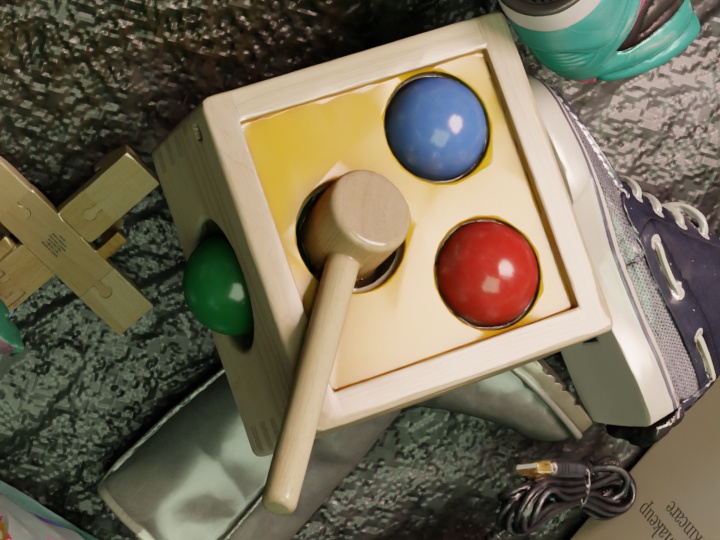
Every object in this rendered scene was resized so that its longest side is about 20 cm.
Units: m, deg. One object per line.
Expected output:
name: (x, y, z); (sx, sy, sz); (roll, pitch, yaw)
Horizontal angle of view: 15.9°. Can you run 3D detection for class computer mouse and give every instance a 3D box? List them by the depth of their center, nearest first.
computer mouse: (0.058, 0.175, 1.345); (0.200, 0.044, 0.109); (-49, 157, 19)

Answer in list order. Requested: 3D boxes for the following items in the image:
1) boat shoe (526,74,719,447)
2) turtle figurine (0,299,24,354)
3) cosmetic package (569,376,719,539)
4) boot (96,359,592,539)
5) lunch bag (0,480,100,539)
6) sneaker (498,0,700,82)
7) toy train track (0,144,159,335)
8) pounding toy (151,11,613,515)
boat shoe: (0.131, -0.019, 1.308); (0.092, 0.074, 0.201); (-31, 108, -31)
turtle figurine: (-0.266, 0.051, 1.203); (0.199, 0.101, 0.150); (-33, 112, 7)
cosmetic package: (0.186, 0.141, 1.354); (0.073, 0.104, 0.200); (37, 98, -30)
boot: (-0.007, 0.091, 1.307); (0.181, 0.073, 0.200); (38, 92, -10)
lunch bag: (-0.178, 0.209, 1.285); (0.171, 0.122, 0.200); (-50, 134, 4)
sneaker: (0.135, -0.169, 1.236); (0.201, 0.083, 0.121); (-58, 153, -19)
toy train track: (-0.179, 0.007, 1.255); (0.200, 0.033, 0.115); (-39, 115, 11)
pounding toy: (0.000, 0.000, 1.175); (0.199, 0.142, 0.185); (-18, 85, -21)
